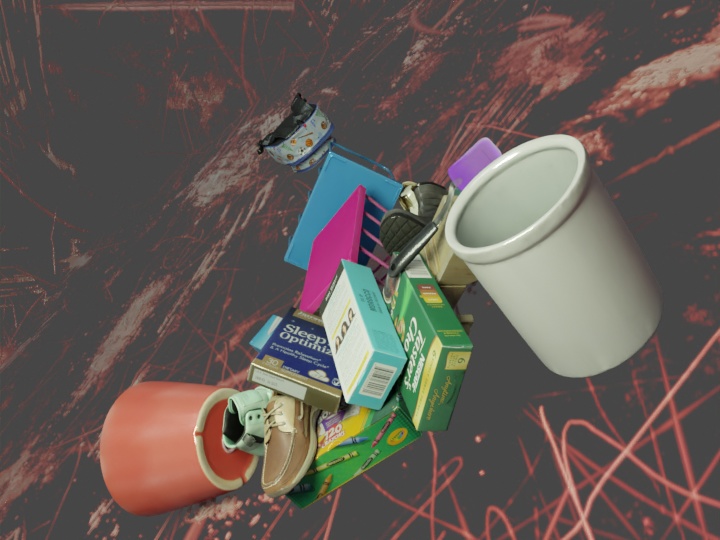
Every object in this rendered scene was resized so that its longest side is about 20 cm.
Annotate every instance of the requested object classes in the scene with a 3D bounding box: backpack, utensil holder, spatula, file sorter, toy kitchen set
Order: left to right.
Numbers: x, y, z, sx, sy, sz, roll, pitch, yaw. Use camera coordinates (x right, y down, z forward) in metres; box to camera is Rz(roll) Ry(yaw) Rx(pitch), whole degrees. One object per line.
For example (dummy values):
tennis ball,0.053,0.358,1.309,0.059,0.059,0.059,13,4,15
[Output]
backpack,-0.154,-0.348,1.968,0.201,0.153,0.190,-51,17,-6
file sorter,-0.034,-0.100,1.319,0.123,0.136,0.204,-102,36,-69
file sorter,0.000,0.000,1.173,0.139,0.124,0.202,-46,22,31
spatula,0.095,-0.068,0.894,0.202,0.020,0.057,-54,40,19
toy kitchen set,0.168,0.036,0.971,0.202,0.175,0.167,111,155,-53
utensil holder,0.210,-0.010,0.809,0.168,0.201,0.171,-32,26,17

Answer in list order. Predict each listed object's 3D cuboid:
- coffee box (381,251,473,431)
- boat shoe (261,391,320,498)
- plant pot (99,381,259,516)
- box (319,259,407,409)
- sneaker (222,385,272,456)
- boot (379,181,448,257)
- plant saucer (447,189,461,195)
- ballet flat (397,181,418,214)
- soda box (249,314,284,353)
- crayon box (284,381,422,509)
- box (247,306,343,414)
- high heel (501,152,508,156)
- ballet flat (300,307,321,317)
coffee box,0.070,0.080,0.911,0.202,0.043,0.126,-113,32,-53
boat shoe,-0.097,0.193,0.955,0.075,0.072,0.202,-30,27,25
plant pot,-0.255,0.258,1.120,0.174,0.202,0.203,-12,36,31
box,-0.001,0.077,0.961,0.084,0.048,0.202,-63,25,25
sneaker,-0.122,0.167,1.059,0.073,0.117,0.205,23,90,34
boot,0.090,-0.071,1.064,0.069,0.198,0.135,-31,51,30
plant saucer,0.138,-0.074,1.234,0.198,0.027,0.202,-34,26,19
ballet flat,0.100,-0.097,1.217,0.069,0.070,0.201,-39,25,5
soda box,-0.107,0.131,1.227,0.068,0.064,0.199,-49,26,-16
crayon box,-0.017,0.204,0.977,0.198,0.058,0.120,-35,25,17
box,-0.061,0.106,1.002,0.201,0.118,0.033,-60,-12,-66
high heel,0.221,-0.100,1.133,0.093,0.068,0.203,0,45,11
ballet flat,-0.066,0.074,1.289,0.200,0.045,0.069,-142,69,-71
